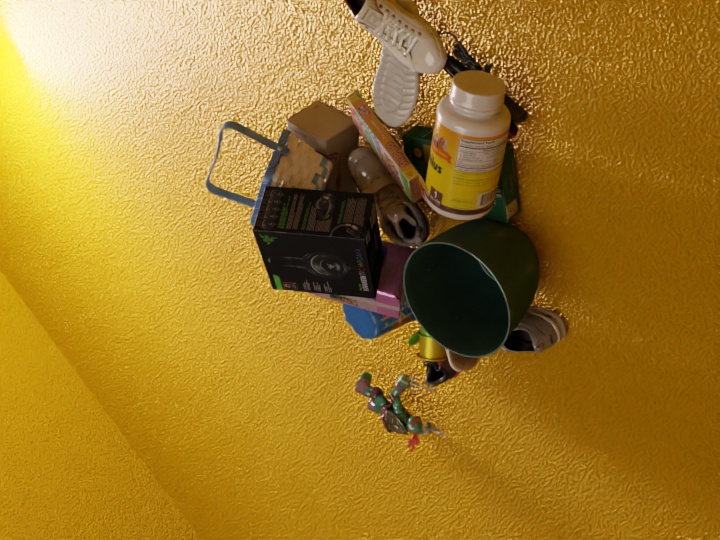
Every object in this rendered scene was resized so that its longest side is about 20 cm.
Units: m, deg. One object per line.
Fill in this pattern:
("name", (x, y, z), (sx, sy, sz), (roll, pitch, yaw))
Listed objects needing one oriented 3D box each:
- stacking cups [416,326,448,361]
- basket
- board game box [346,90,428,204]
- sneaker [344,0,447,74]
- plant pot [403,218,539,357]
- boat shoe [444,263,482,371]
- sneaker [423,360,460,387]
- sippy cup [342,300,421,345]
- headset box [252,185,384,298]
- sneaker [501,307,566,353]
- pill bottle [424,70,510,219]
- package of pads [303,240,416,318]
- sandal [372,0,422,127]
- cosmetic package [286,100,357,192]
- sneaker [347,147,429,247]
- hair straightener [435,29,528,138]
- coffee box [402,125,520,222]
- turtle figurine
("stacking cups", (0.132, 0.055, 1.770), (0.060, 0.060, 0.203), (15, 108, 41))
("basket", (-0.161, -0.158, 1.736), (0.198, 0.140, 0.177), (20, 144, -8))
("board game box", (0.045, -0.194, 1.648), (0.201, 0.030, 0.096), (53, 175, 19))
("sneaker", (0.039, -0.360, 1.505), (0.200, 0.084, 0.073), (45, 124, 14))
("plant pot", (0.193, 0.011, 1.619), (0.199, 0.161, 0.203), (23, 131, 30))
("boat shoe", (0.165, 0.072, 1.732), (0.069, 0.070, 0.203), (132, 142, -75))
("sneaker", (0.153, 0.138, 1.848), (0.077, 0.082, 0.202), (28, 136, 31))
("sippy cup", (0.040, 0.055, 1.857), (0.177, 0.130, 0.141), (16, 129, 48))
("headset box", (-0.071, -0.046, 1.668), (0.197, 0.094, 0.175), (6, 147, 11))
("sneaker", (0.244, 0.096, 1.708), (0.199, 0.082, 0.076), (2, 122, 48))
("pill bottle", (0.157, -0.183, 1.478), (0.109, 0.109, 0.202), (31, 133, 28))
("package of pads", (0.000, 0.000, 1.783), (0.197, 0.121, 0.076), (15, 141, 18))
("sandal", (0.069, -0.323, 1.584), (0.082, 0.050, 0.205), (24, 122, 28))
("cosmetic package", (-0.067, -0.186, 1.821), (0.103, 0.087, 0.202), (30, 139, 31))
("sneaker", (0.049, -0.121, 1.712), (0.201, 0.075, 0.115), (53, -172, -7))
("hair straightener", (0.176, -0.291, 1.503), (0.201, 0.041, 0.077), (51, 145, 11))
("coffee box", (0.161, -0.156, 1.622), (0.198, 0.044, 0.124), (17, 131, 41))
("turtle figurine", (0.080, 0.279, 2.048), (0.199, 0.100, 0.151), (23, 135, 44))
